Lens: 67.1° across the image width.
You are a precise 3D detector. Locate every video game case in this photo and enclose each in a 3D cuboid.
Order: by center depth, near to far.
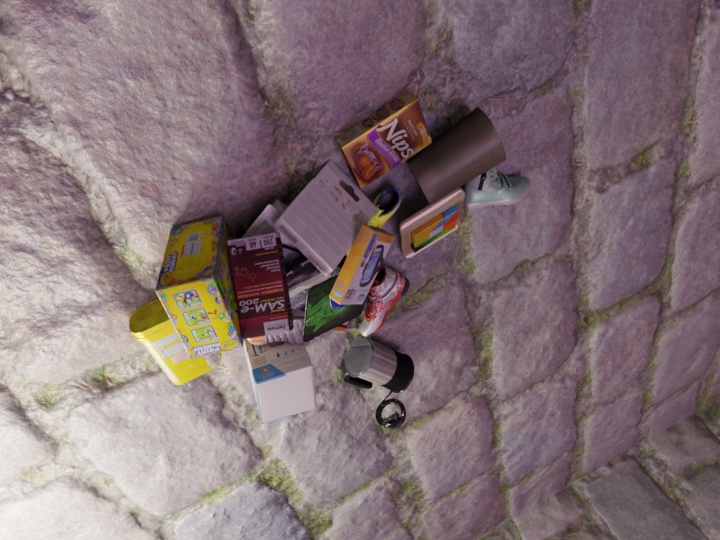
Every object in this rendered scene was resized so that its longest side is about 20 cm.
[{"bbox_3d":[-0.146,0.024,1.255,0.195,0.019,0.145,18,115,-29],"label":"video game case"}]

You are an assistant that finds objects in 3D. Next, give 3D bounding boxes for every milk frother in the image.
[{"bbox_3d":[0.051,0.322,1.550,0.186,0.202,0.181,27,114,-37],"label":"milk frother"}]

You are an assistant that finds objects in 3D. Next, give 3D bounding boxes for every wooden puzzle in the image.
[{"bbox_3d":[0.182,-0.108,1.362,0.182,0.038,0.201,-31,159,-3],"label":"wooden puzzle"}]

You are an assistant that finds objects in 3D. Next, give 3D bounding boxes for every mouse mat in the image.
[{"bbox_3d":[-0.054,0.074,1.284,0.196,0.007,0.165,-23,135,-37],"label":"mouse mat"}]

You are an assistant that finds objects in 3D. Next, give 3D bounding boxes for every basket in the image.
[{"bbox_3d":[0.215,-0.257,1.250,0.197,0.180,0.138,-32,94,8],"label":"basket"}]

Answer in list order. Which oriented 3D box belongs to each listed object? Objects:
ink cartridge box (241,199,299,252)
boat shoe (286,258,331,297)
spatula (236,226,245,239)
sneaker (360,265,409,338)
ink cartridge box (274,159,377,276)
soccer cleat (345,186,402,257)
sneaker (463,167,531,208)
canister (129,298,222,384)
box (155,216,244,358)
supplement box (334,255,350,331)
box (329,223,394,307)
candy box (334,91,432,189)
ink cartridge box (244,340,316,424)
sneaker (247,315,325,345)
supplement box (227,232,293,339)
[{"bbox_3d":[-0.174,-0.076,1.236,0.116,0.067,0.198,-46,130,12],"label":"ink cartridge box"},{"bbox_3d":[-0.162,0.027,1.203,0.195,0.062,0.074,-26,171,6],"label":"boat shoe"},{"bbox_3d":[-0.280,-0.010,1.262,0.055,0.021,0.205,-2,123,-20],"label":"spatula"},{"bbox_3d":[0.036,0.081,1.457,0.107,0.068,0.203,29,104,-37],"label":"sneaker"},{"bbox_3d":[-0.072,-0.117,1.190,0.161,0.050,0.202,43,57,-12],"label":"ink cartridge box"},{"bbox_3d":[0.025,-0.117,1.272,0.201,0.064,0.084,-50,176,-7],"label":"soccer cleat"},{"bbox_3d":[0.355,-0.233,1.378,0.194,0.075,0.121,-15,135,-13],"label":"sneaker"},{"bbox_3d":[-0.426,0.162,1.272,0.145,0.087,0.204,-24,132,-8],"label":"canister"},{"bbox_3d":[-0.322,0.034,1.139,0.118,0.203,0.197,-12,129,1],"label":"box"},{"bbox_3d":[-0.052,0.040,1.369,0.108,0.086,0.203,14,117,-32],"label":"supplement box"},{"bbox_3d":[0.000,0.000,1.229,0.118,0.041,0.205,5,111,-64],"label":"box"},{"bbox_3d":[0.053,-0.288,1.204,0.197,0.057,0.118,-34,131,-2],"label":"candy box"},{"bbox_3d":[-0.207,0.242,1.362,0.143,0.201,0.148,-13,127,-15],"label":"ink cartridge box"},{"bbox_3d":[-0.184,0.118,1.336,0.193,0.113,0.080,0,124,-6],"label":"sneaker"},{"bbox_3d":[-0.207,0.031,1.135,0.105,0.061,0.207,-9,92,0],"label":"supplement box"}]
